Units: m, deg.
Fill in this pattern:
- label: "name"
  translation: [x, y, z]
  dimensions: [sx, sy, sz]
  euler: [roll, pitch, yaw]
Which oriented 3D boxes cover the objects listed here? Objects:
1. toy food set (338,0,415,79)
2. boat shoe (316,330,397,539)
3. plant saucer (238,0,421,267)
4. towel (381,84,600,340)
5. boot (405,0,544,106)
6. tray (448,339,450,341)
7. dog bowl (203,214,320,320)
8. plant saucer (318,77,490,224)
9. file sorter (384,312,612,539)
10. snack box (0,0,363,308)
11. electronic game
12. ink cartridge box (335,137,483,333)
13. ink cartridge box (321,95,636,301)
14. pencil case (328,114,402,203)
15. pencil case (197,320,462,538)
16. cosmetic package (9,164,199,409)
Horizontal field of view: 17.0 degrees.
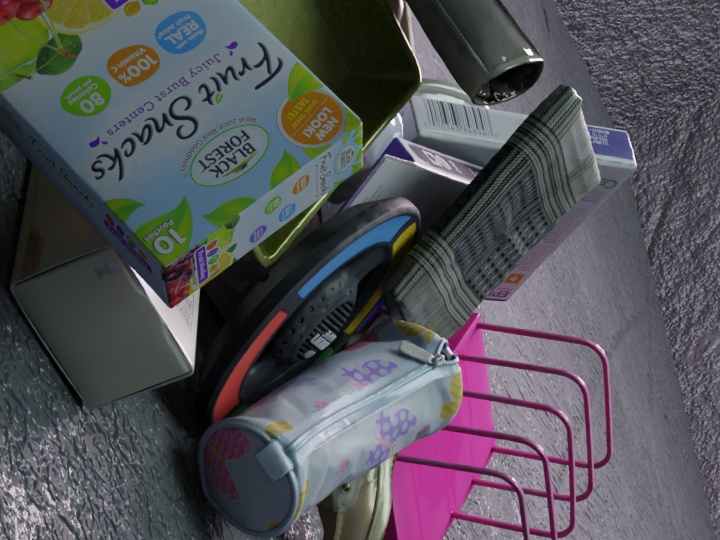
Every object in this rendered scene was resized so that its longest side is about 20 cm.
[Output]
- label: "toy food set"
  translation: [-0.029, -0.225, 1.636]
  dimensions: [0.200, 0.060, 0.144]
  euler: [51, 18, -26]
- label: "boat shoe"
  translation: [-0.012, 0.142, 1.685]
  dimensions: [0.072, 0.065, 0.201]
  euler: [154, -48, -75]
- label: "plant saucer"
  translation: [-0.065, -0.140, 1.518]
  dimensions: [0.200, 0.048, 0.201]
  euler: [-51, 127, -34]
- label: "towel"
  translation: [0.095, -0.024, 1.692]
  dimensions: [0.035, 0.193, 0.200]
  euler: [40, -7, 15]
- label: "boot"
  translation: [0.056, -0.204, 1.619]
  dimensions: [0.200, 0.073, 0.182]
  euler: [47, 23, 9]
- label: "tray"
  translation: [0.007, 0.061, 1.883]
  dimensions: [0.037, 0.099, 0.200]
  euler: [32, -7, 30]
- label: "dog bowl"
  translation: [-0.084, -0.053, 1.762]
  dimensions: [0.200, 0.058, 0.201]
  euler: [-21, 90, -77]
- label: "plant saucer"
  translation: [0.025, -0.061, 1.891]
  dimensions: [0.200, 0.199, 0.050]
  euler: [55, 9, -48]
- label: "file sorter"
  translation: [0.111, 0.151, 1.900]
  dimensions: [0.200, 0.125, 0.140]
  euler: [-53, 143, -49]
- label: "snack box"
  translation: [-0.115, -0.094, 1.340]
  dimensions: [0.200, 0.142, 0.053]
  euler: [45, -19, 22]
- label: "electronic game"
  translation: [-0.033, 0.030, 1.578]
  dimensions: [0.042, 0.200, 0.200]
  euler: [43, 8, 13]
- label: "ink cartridge box"
  translation: [0.000, 0.000, 1.708]
  dimensions: [0.043, 0.198, 0.200]
  euler: [44, 15, 28]
- label: "ink cartridge box"
  translation: [0.077, -0.052, 1.844]
  dimensions: [0.195, 0.200, 0.044]
  euler: [7, 56, -29]
- label: "pencil case"
  translation: [-0.052, -0.115, 1.657]
  dimensions: [0.200, 0.083, 0.091]
  euler: [26, 58, -53]
- label: "pencil case"
  translation: [-0.017, 0.101, 1.573]
  dimensions: [0.200, 0.090, 0.084]
  euler: [-28, 100, -46]
- label: "cosmetic package"
  translation: [-0.146, -0.023, 1.435]
  dimensions: [0.200, 0.071, 0.105]
  euler: [-90, 155, -56]
